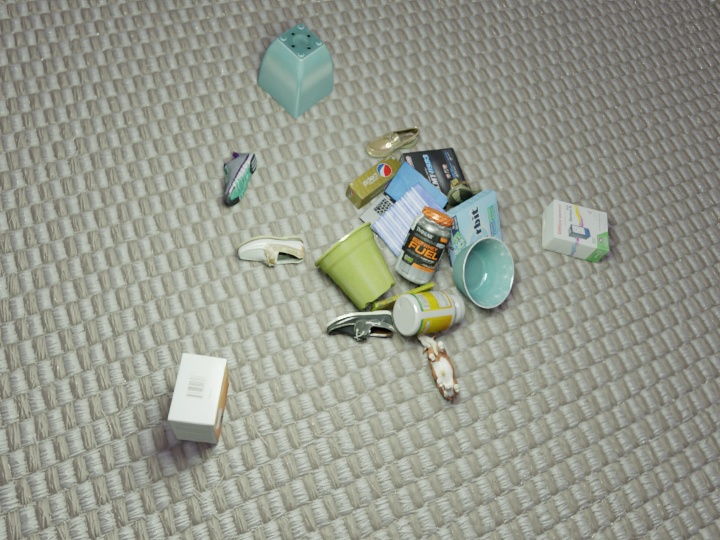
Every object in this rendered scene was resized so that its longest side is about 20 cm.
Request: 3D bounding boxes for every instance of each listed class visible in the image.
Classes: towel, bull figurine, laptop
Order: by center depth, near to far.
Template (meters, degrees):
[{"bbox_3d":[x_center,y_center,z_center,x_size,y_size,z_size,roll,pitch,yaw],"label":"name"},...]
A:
[{"bbox_3d":[0.217,0.256,1.580,0.064,0.122,0.205,-25,76,2],"label":"bull figurine"},{"bbox_3d":[0.116,0.082,1.651,0.195,0.086,0.018,-19,72,-21],"label":"towel"},{"bbox_3d":[0.148,-0.150,1.747,0.199,0.024,0.146,-42,80,3],"label":"towel"},{"bbox_3d":[0.132,-0.189,1.769,0.186,0.117,0.200,41,63,9],"label":"laptop"}]

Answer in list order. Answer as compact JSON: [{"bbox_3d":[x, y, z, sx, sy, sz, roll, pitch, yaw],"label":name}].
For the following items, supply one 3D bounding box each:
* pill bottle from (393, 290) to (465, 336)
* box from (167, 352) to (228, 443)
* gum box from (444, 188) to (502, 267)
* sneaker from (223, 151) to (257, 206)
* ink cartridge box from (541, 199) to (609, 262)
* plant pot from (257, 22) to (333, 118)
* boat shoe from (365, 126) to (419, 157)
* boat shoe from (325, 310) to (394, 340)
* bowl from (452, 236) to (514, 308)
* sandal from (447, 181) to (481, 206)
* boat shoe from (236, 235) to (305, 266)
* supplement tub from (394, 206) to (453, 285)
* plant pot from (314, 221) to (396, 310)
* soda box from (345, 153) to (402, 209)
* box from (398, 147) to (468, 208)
[{"bbox_3d":[0.197,0.116,1.622,0.195,0.113,0.116,-4,64,-35],"label":"pill bottle"},{"bbox_3d":[-0.377,0.307,1.364,0.103,0.201,0.157,8,62,-7],"label":"box"},{"bbox_3d":[0.344,-0.128,1.769,0.197,0.174,0.044,-29,30,-24],"label":"gum box"},{"bbox_3d":[-0.382,-0.275,1.728,0.085,0.076,0.204,13,52,9],"label":"sneaker"},{"bbox_3d":[0.701,-0.129,1.889,0.194,0.088,0.149,13,63,-4],"label":"ink cartridge box"},{"bbox_3d":[-0.204,-0.670,1.876,0.196,0.201,0.195,42,63,10],"label":"plant pot"},{"bbox_3d":[0.108,-0.431,1.908,0.195,0.065,0.074,-18,69,-20],"label":"boat shoe"},{"bbox_3d":[0.001,0.157,1.596,0.193,0.072,0.069,-3,61,-16],"label":"boat shoe"},{"bbox_3d":[0.349,0.003,1.708,0.195,0.104,0.208,-2,94,-29],"label":"bowl"},{"bbox_3d":[0.312,-0.240,1.772,0.058,0.079,0.199,61,27,10],"label":"sandal"},{"bbox_3d":[-0.251,-0.052,1.638,0.194,0.075,0.070,-8,60,-17],"label":"boat shoe"},{"bbox_3d":[0.186,-0.072,1.669,0.119,0.123,0.205,22,105,0],"label":"supplement tub"},{"bbox_3d":[0.000,0.000,1.622,0.198,0.200,0.186,-35,87,-25],"label":"plant pot"},{"bbox_3d":[0.046,-0.281,1.823,0.199,0.064,0.068,-39,78,-25],"label":"soda box"},{"bbox_3d":[0.243,-0.297,1.886,0.192,0.050,0.205,-8,67,-18],"label":"box"}]
